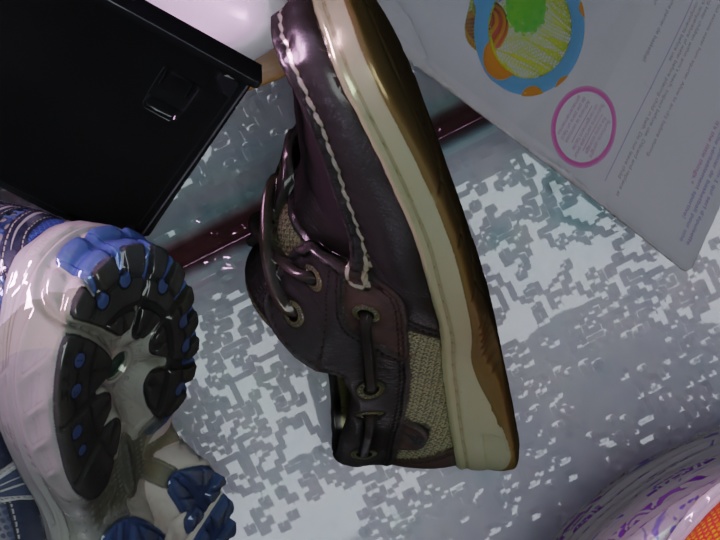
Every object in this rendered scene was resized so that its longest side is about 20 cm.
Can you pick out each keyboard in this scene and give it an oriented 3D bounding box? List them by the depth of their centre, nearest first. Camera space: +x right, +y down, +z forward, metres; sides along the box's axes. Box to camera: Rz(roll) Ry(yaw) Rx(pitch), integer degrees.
[{"bbox_3d":[-0.116,-0.091,0.763,0.200,0.021,0.127,28,130,-14],"label":"keyboard"}]

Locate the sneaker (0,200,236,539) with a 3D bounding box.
[{"bbox_3d":[-0.091,0.055,0.859,0.085,0.077,0.201,26,136,26],"label":"sneaker"}]

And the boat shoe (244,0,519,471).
[{"bbox_3d":[0.000,0.000,0.835,0.065,0.073,0.200,-16,139,3],"label":"boat shoe"}]

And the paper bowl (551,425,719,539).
[{"bbox_3d":[0.134,0.141,0.900,0.200,0.104,0.202,-1,100,-7],"label":"paper bowl"}]

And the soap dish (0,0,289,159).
[{"bbox_3d":[-0.116,-0.126,0.835,0.157,0.081,0.201,-21,102,-3],"label":"soap dish"}]

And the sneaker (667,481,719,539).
[{"bbox_3d":[0.074,0.142,0.803,0.073,0.077,0.200,27,96,-12],"label":"sneaker"}]

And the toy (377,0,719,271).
[{"bbox_3d":[0.043,-0.100,0.864,0.200,0.047,0.115,36,75,-34],"label":"toy"}]
